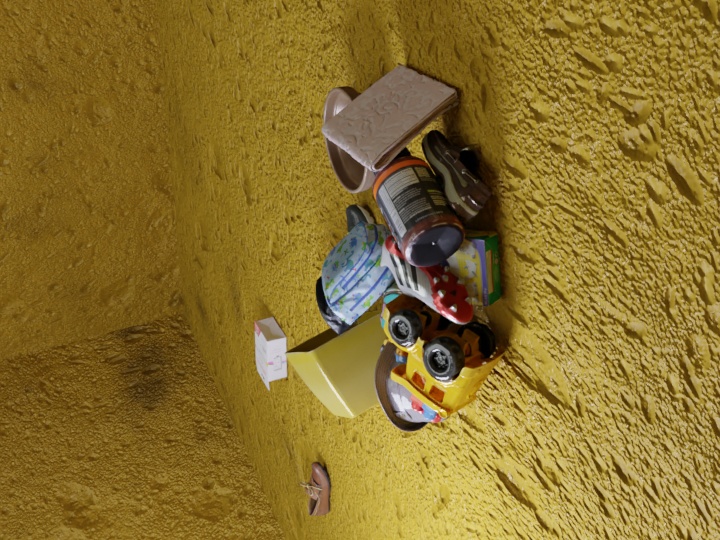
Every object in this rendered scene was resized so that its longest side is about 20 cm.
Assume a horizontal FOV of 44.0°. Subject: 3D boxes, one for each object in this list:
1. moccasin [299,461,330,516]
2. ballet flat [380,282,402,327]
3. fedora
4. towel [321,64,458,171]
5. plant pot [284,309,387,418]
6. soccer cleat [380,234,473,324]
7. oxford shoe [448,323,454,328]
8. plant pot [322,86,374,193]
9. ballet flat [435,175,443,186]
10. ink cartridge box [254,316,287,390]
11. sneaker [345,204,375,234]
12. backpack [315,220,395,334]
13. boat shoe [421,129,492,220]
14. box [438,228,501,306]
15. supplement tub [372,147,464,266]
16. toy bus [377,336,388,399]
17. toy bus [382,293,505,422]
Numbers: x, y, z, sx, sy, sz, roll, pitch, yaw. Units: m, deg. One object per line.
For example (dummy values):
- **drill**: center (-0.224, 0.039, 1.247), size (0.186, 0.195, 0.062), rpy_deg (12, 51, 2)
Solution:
- **moccasin**: center (-0.135, 0.652, 2.653), size (0.074, 0.077, 0.202), rpy_deg (-127, 31, -44)
- **ballet flat**: center (0.081, 0.059, 1.748), size (0.069, 0.071, 0.200), rpy_deg (28, 156, 8)
- **fedora**: center (0.120, 0.210, 1.651), size (0.090, 0.177, 0.201), rpy_deg (4, 135, 40)
- **towel**: center (0.047, -0.259, 1.496), size (0.032, 0.191, 0.200), rpy_deg (54, 174, -36)
- **plant pot**: center (-0.020, 0.212, 1.960), size (0.177, 0.199, 0.200), rpy_deg (64, 159, -4)
- **soccer cleat**: center (0.106, 0.022, 1.459), size (0.200, 0.068, 0.085), rpy_deg (46, 140, 20)
- **oxford shoe**: center (0.142, 0.103, 1.619), size (0.071, 0.073, 0.201), rpy_deg (99, 149, -49)
- **plant pot**: center (0.008, -0.256, 1.705), size (0.201, 0.092, 0.202), rpy_deg (165, 90, -70)
- **ballet flat**: center (0.137, -0.074, 1.543), size (0.072, 0.071, 0.201), rpy_deg (-152, 53, -62)
- **ink cartridge box**: center (-0.280, 0.261, 2.785), size (0.117, 0.067, 0.201), rpy_deg (-129, 33, -47)
- **sneaker**: center (-0.003, -0.042, 1.877), size (0.074, 0.084, 0.201), rpy_deg (-33, 73, 67)
- **backpack**: center (0.000, 0.000, 1.757), size (0.154, 0.199, 0.163), rpy_deg (52, -163, -26)
- **boat shoe**: center (0.162, -0.168, 1.432), size (0.075, 0.075, 0.203), rpy_deg (-43, 44, 23)
- **box**: center (0.136, -0.014, 1.489), size (0.199, 0.048, 0.118), rpy_deg (9, 114, 40)
- **supplement tub**: center (0.084, -0.110, 1.435), size (0.107, 0.106, 0.201), rpy_deg (101, 152, -48)
- **toy bus**: center (0.082, 0.205, 1.816), size (0.065, 0.078, 0.201), rpy_deg (29, 136, 25)
- **toy bus**: center (0.117, 0.160, 1.520), size (0.200, 0.135, 0.193), rpy_deg (36, 122, 26)
